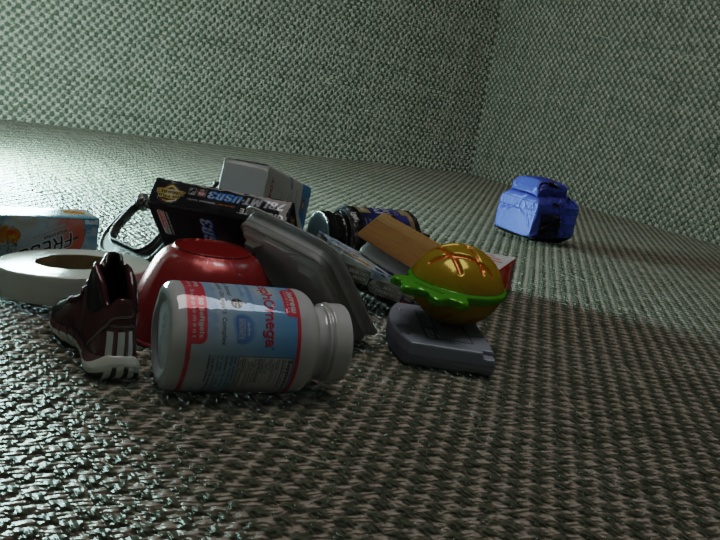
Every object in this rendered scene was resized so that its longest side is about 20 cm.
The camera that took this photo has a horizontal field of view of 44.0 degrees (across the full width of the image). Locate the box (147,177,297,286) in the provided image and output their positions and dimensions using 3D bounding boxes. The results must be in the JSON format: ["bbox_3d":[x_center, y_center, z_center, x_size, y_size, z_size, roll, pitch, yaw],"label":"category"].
[{"bbox_3d":[-0.182,-0.039,1.253,0.194,0.051,0.201,11,-31,7],"label":"box"}]

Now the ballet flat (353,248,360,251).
[{"bbox_3d":[0.040,-0.010,1.558,0.196,0.069,0.047,2,28,-23],"label":"ballet flat"}]

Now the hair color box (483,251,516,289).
[{"bbox_3d":[0.207,0.007,1.608,0.109,0.065,0.199,13,13,19],"label":"hair color box"}]

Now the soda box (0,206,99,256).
[{"bbox_3d":[-0.491,-0.056,1.315,0.197,0.065,0.068,-1,16,-40],"label":"soda box"}]

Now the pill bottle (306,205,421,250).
[{"bbox_3d":[0.005,-0.059,1.626,0.197,0.114,0.111,3,14,-34],"label":"pill bottle"}]

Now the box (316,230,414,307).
[{"bbox_3d":[0.000,0.000,1.411,0.135,0.040,0.200,27,5,-16],"label":"box"}]

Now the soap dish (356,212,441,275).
[{"bbox_3d":[0.107,-0.012,1.432,0.199,0.082,0.156,33,5,42],"label":"soap dish"}]

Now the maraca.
[{"bbox_3d":[0.121,0.021,1.193,0.135,0.109,0.199,17,14,28],"label":"maraca"}]

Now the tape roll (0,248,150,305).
[{"bbox_3d":[-0.368,0.006,1.150,0.198,0.038,0.203,4,11,-1],"label":"tape roll"}]

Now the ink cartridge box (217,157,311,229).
[{"bbox_3d":[-0.160,-0.086,1.429,0.083,0.148,0.200,12,-2,15],"label":"ink cartridge box"}]

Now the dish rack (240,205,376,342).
[{"bbox_3d":[-0.073,0.015,1.139,0.170,0.044,0.201,27,-25,34],"label":"dish rack"}]

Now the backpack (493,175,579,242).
[{"bbox_3d":[0.491,-0.160,2.386,0.197,0.171,0.162,6,18,-36],"label":"backpack"}]

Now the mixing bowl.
[{"bbox_3d":[-0.186,0.025,1.086,0.195,0.111,0.200,10,11,-2],"label":"mixing bowl"}]

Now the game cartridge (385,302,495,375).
[{"bbox_3d":[0.100,0.090,1.204,0.130,0.041,0.200,13,11,-5],"label":"game cartridge"}]

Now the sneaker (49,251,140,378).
[{"bbox_3d":[-0.278,0.030,0.959,0.074,0.118,0.199,1,15,-36],"label":"sneaker"}]

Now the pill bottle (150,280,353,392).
[{"bbox_3d":[-0.112,0.071,0.927,0.196,0.111,0.109,4,13,-25],"label":"pill bottle"}]

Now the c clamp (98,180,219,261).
[{"bbox_3d":[-0.321,-0.076,1.385,0.197,0.173,0.027,12,-28,42],"label":"c clamp"}]
